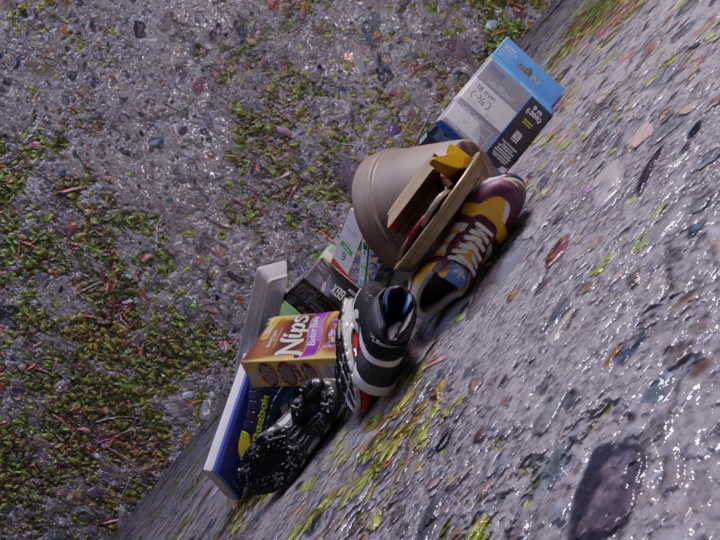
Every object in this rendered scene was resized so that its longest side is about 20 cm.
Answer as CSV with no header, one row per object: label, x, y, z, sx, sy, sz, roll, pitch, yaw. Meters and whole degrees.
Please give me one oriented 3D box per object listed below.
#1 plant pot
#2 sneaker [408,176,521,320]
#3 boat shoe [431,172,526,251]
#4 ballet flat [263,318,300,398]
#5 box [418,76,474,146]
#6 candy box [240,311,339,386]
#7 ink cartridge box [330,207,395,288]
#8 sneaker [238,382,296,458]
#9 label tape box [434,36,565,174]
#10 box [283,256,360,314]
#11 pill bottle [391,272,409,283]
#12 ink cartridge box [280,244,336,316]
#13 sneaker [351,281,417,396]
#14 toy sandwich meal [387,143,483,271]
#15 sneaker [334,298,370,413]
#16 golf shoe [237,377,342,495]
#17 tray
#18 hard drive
plant pot,0.114,-0.115,1.167,0.173,0.200,0.200,-20,26,44
sneaker,0.131,-0.021,0.923,0.201,0.075,0.090,-55,11,24
boat shoe,0.156,-0.082,1.009,0.200,0.072,0.063,130,160,-55
ballet flat,-0.121,0.151,1.314,0.072,0.071,0.202,-56,-36,-48
box,0.220,-0.267,1.407,0.200,0.136,0.038,-47,25,37
candy box,-0.070,0.118,1.141,0.198,0.057,0.117,-8,30,30
ink cartridge box,0.000,0.000,1.299,0.050,0.109,0.201,-12,-42,-39
sneaker,-0.144,0.222,1.233,0.082,0.073,0.202,53,-127,-69
label tape box,0.246,-0.284,1.285,0.200,0.144,0.063,-50,5,0
box,-0.043,0.063,1.267,0.050,0.157,0.200,-52,5,-19
pill bottle,0.080,-0.073,1.397,0.113,0.113,0.200,-46,6,36
ink cartridge box,-0.065,0.074,1.423,0.200,0.145,0.048,-51,8,-10
sneaker,0.036,0.050,0.933,0.201,0.072,0.113,-91,16,-55
toy sandwich meal,0.085,-0.089,0.973,0.206,0.070,0.205,-55,-1,-1
sneaker,0.011,0.105,1.000,0.201,0.084,0.078,-91,9,-53
golf shoe,-0.087,0.231,1.046,0.200,0.078,0.094,-48,-11,12
tray,-0.166,0.086,1.299,0.107,0.022,0.202,-21,-53,-69
hard drive,-0.194,0.257,1.235,0.132,0.025,0.201,74,-153,-54
